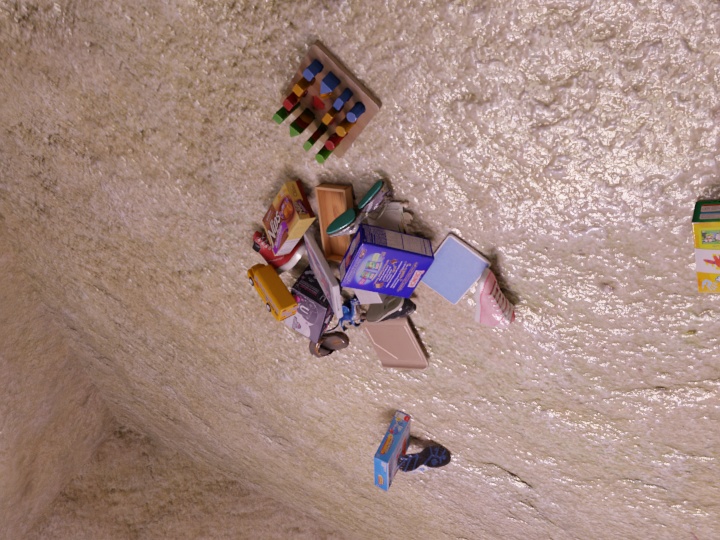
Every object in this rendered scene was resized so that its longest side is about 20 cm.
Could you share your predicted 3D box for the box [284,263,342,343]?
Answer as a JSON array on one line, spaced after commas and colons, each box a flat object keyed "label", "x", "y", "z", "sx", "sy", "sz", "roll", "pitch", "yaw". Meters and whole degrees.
[{"label": "box", "x": -0.147, "y": 0.104, "z": 1.861, "sx": 0.130, "sy": 0.116, "sz": 0.202, "roll": 29, "pitch": 140, "yaw": 7}]

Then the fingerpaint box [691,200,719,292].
[{"label": "fingerpaint box", "x": 0.721, "y": -0.044, "z": 1.103, "sx": 0.196, "sy": 0.074, "sz": 0.169, "roll": 0, "pitch": 128, "yaw": 37}]

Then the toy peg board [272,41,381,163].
[{"label": "toy peg board", "x": -0.089, "y": -0.358, "z": 1.370, "sx": 0.199, "sy": 0.099, "sz": 0.199, "roll": 41, "pitch": 141, "yaw": -8}]

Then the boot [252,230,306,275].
[{"label": "boot", "x": -0.248, "y": -0.072, "z": 1.799, "sx": 0.145, "sy": 0.073, "sz": 0.199, "roll": 48, "pitch": 143, "yaw": -12}]

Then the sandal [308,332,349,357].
[{"label": "sandal", "x": -0.114, "y": 0.261, "z": 2.040, "sx": 0.197, "sy": 0.055, "sz": 0.082, "roll": -19, "pitch": 117, "yaw": 45}]

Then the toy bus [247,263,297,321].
[{"label": "toy bus", "x": -0.265, "y": 0.056, "z": 1.808, "sx": 0.201, "sy": 0.064, "sz": 0.079, "roll": 52, "pitch": 148, "yaw": 25}]

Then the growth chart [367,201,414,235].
[{"label": "growth chart", "x": 0.079, "y": -0.099, "z": 1.568, "sx": 0.141, "sy": 0.018, "sz": 0.203, "roll": 13, "pitch": 136, "yaw": 26}]

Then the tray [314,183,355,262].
[{"label": "tray", "x": -0.060, "y": -0.122, "z": 1.589, "sx": 0.097, "sy": 0.037, "sz": 0.205, "roll": 11, "pitch": 118, "yaw": 34}]

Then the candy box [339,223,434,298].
[{"label": "candy box", "x": 0.064, "y": -0.020, "z": 1.536, "sx": 0.195, "sy": 0.079, "sz": 0.170, "roll": 12, "pitch": 138, "yaw": -18}]

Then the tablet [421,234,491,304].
[{"label": "tablet", "x": 0.236, "y": 0.000, "z": 1.554, "sx": 0.129, "sy": 0.014, "sz": 0.201, "roll": 35, "pitch": 140, "yaw": 2}]

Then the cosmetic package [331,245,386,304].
[{"label": "cosmetic package", "x": 0.000, "y": 0.000, "z": 1.698, "sx": 0.081, "sy": 0.051, "sz": 0.203, "roll": -5, "pitch": 125, "yaw": 36}]

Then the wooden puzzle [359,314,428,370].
[{"label": "wooden puzzle", "x": 0.104, "y": 0.214, "z": 1.854, "sx": 0.182, "sy": 0.037, "sz": 0.203, "roll": -3, "pitch": 122, "yaw": 39}]

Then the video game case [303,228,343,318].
[{"label": "video game case", "x": -0.104, "y": 0.011, "z": 1.693, "sx": 0.184, "sy": 0.023, "sz": 0.203, "roll": 87, "pitch": 157, "yaw": -59}]

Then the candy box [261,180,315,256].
[{"label": "candy box", "x": -0.201, "y": -0.141, "z": 1.664, "sx": 0.200, "sy": 0.055, "sz": 0.119, "roll": -44, "pitch": 65, "yaw": 50}]

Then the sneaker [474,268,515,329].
[{"label": "sneaker", "x": 0.338, "y": 0.075, "z": 1.500, "sx": 0.102, "sy": 0.076, "sz": 0.202, "roll": 20, "pitch": 148, "yaw": 23}]

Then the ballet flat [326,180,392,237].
[{"label": "ballet flat", "x": 0.003, "y": -0.134, "z": 1.501, "sx": 0.199, "sy": 0.072, "sz": 0.072, "roll": -40, "pitch": 105, "yaw": 19}]

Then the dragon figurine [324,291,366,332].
[{"label": "dragon figurine", "x": -0.045, "y": 0.126, "z": 1.840, "sx": 0.198, "sy": 0.058, "sz": 0.101, "roll": -21, "pitch": 97, "yaw": 45}]

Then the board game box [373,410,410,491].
[{"label": "board game box", "x": 0.113, "y": 0.635, "z": 2.134, "sx": 0.055, "sy": 0.197, "sz": 0.203, "roll": 18, "pitch": 138, "yaw": 20}]

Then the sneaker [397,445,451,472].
[{"label": "sneaker", "x": 0.223, "y": 0.670, "z": 2.147, "sx": 0.194, "sy": 0.078, "sz": 0.077, "roll": -6, "pitch": 156, "yaw": -3}]

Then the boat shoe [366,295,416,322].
[{"label": "boat shoe", "x": 0.083, "y": 0.117, "z": 1.744, "sx": 0.066, "sy": 0.074, "sz": 0.199, "roll": 22, "pitch": 154, "yaw": -27}]
